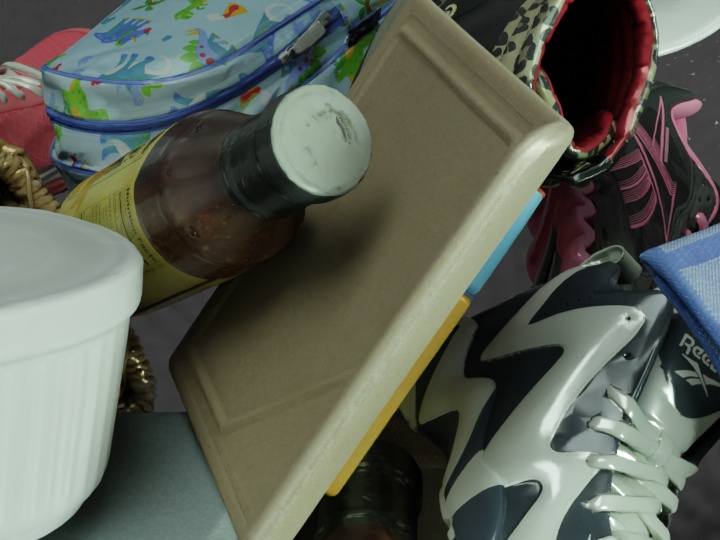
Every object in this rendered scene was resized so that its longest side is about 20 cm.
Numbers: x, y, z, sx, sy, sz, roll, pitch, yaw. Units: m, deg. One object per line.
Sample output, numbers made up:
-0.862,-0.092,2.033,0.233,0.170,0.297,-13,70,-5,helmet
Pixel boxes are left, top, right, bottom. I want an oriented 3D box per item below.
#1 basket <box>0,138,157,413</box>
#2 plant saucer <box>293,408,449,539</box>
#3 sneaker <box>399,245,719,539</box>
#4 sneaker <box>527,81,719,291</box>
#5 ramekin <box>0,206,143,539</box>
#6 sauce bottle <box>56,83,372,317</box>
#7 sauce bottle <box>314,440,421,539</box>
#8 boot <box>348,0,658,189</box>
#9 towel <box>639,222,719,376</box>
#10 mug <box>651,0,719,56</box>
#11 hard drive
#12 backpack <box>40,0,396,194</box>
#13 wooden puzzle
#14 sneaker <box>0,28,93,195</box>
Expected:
-0.210,0.030,0.832,0.200,0.143,0.149,-32,46,-19,basket
0.014,0.133,0.756,0.199,0.032,0.201,-6,44,6,plant saucer
0.097,0.066,0.699,0.129,0.079,0.199,-38,35,12,sneaker
0.121,-0.017,0.854,0.095,0.079,0.200,9,49,-9,sneaker
-0.180,0.040,0.713,0.202,0.095,0.202,1,13,0,ramekin
-0.059,-0.027,0.758,0.066,0.066,0.200,-46,14,-30,sauce bottle
0.000,0.140,0.673,0.066,0.066,0.200,-6,35,7,sauce bottle
0.036,-0.035,0.805,0.154,0.073,0.204,6,72,65,boot
0.204,0.002,0.596,0.199,0.024,0.147,-21,44,-6,towel
0.099,-0.194,1.007,0.200,0.148,0.175,-44,35,11,mug
-0.109,0.113,0.719,0.139,0.033,0.200,-3,24,19,hard drive
-0.055,-0.083,0.926,0.163,0.154,0.200,23,67,43,backpack
0.000,0.000,0.724,0.185,0.037,0.200,-55,20,10,wooden puzzle
-0.186,-0.069,0.969,0.074,0.087,0.200,17,51,27,sneaker
